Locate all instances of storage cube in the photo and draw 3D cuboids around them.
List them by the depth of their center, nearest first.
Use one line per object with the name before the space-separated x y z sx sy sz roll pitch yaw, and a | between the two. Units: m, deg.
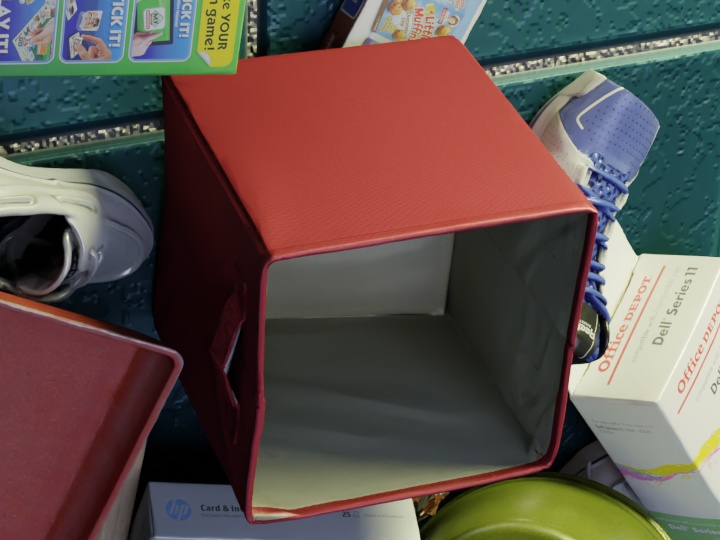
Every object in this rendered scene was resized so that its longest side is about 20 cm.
storage cube | 0.000 0.000 1.089 0.199 0.180 0.172 -9 128 -20

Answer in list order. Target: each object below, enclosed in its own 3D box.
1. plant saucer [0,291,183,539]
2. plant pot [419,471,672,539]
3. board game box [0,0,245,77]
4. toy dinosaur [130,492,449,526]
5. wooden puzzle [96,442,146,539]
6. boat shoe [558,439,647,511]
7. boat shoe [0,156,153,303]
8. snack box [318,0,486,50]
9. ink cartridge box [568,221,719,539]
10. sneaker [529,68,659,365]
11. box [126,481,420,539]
plant saucer | -0.215 0.076 1.049 0.199 0.037 0.200 16 125 -19
plant pot | 0.097 0.211 1.201 0.200 0.200 0.193 -45 167 1
board game box | -0.104 -0.177 0.846 0.134 0.029 0.201 -3 117 -26
toy dinosaur | -0.032 0.131 1.223 0.200 0.102 0.136 -28 146 -39
wooden puzzle | -0.216 0.124 1.133 0.184 0.037 0.201 8 117 -14
boat shoe | 0.140 0.178 1.338 0.201 0.086 0.075 -29 127 -13
boat shoe | -0.165 -0.013 1.048 0.074 0.065 0.200 -47 152 19
snack box | 0.042 -0.170 1.135 0.072 0.024 0.201 19 106 -35
ink cartridge box | 0.201 0.071 1.297 0.200 0.067 0.117 53 55 -37
sneaker | 0.119 -0.006 1.209 0.080 0.115 0.200 31 99 -37
box | -0.069 0.198 1.205 0.155 0.041 0.200 4 139 -18
